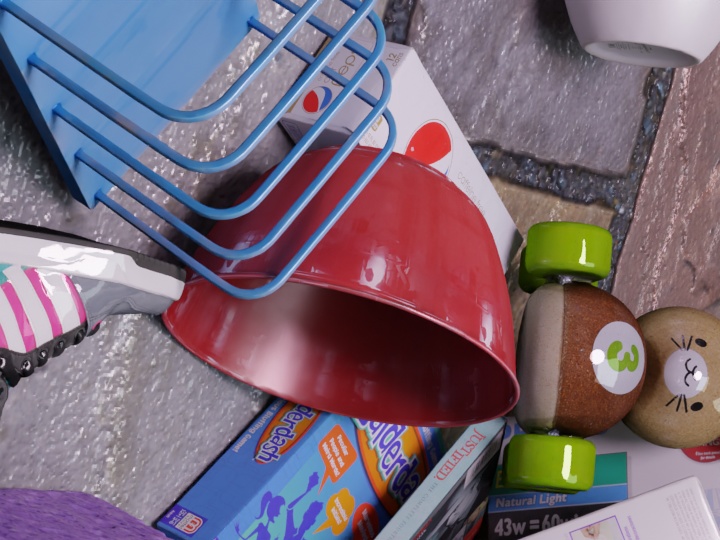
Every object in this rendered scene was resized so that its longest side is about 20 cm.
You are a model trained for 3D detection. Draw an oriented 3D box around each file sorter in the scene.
[{"bbox_3d":[-0.065,-0.096,0.818,0.139,0.123,0.200,-51,162,-16],"label":"file sorter"}]

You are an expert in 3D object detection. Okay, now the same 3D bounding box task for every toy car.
[{"bbox_3d":[0.198,0.067,1.150,0.158,0.200,0.165,77,18,-81],"label":"toy car"}]

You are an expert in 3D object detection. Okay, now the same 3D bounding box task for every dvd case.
[{"bbox_3d":[0.038,0.191,1.180,0.146,0.022,0.200,-47,162,-28],"label":"dvd case"}]

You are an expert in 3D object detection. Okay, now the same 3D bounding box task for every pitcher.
[{"bbox_3d":[0.208,-0.237,1.197,0.172,0.121,0.200,18,80,-69],"label":"pitcher"}]

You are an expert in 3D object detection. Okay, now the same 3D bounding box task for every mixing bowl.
[{"bbox_3d":[0.000,0.000,0.983,0.200,0.200,0.109,43,55,-51],"label":"mixing bowl"}]

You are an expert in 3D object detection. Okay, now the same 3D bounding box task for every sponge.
[{"bbox_3d":[-0.175,0.137,0.870,0.200,0.111,0.030,10,100,-53],"label":"sponge"}]

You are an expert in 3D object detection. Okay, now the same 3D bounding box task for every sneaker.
[{"bbox_3d":[-0.173,0.038,0.847,0.200,0.084,0.121,8,94,-45],"label":"sneaker"}]

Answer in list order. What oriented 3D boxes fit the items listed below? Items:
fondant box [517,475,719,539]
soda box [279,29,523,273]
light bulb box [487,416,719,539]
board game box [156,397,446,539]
[{"bbox_3d":[0.138,0.229,1.091,0.200,0.145,0.058,-19,168,-6],"label":"fondant box"},{"bbox_3d":[0.028,-0.054,1.081,0.068,0.064,0.200,-58,142,-18],"label":"soda box"},{"bbox_3d":[0.216,0.185,1.289,0.200,0.198,0.125,39,48,-55],"label":"light bulb box"},{"bbox_3d":[-0.027,0.145,1.117,0.200,0.045,0.152,-47,138,-29],"label":"board game box"}]
